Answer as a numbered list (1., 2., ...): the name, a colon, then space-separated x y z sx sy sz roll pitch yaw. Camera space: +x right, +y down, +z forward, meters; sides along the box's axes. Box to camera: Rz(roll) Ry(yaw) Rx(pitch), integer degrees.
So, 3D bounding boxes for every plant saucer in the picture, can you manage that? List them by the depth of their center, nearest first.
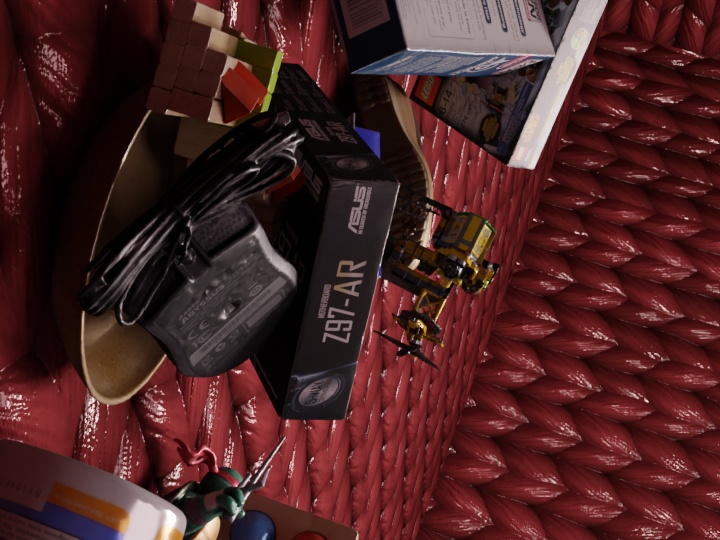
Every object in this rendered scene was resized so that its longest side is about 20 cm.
1. plant saucer: -0.125 -0.025 0.827 0.200 0.035 0.201 17 90 -79

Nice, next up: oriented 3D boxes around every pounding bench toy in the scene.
1. pounding bench toy: -0.087 0.319 1.321 0.156 0.124 0.201 78 31 -69

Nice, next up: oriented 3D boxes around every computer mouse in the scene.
1. computer mouse: -0.085 -0.006 0.786 0.138 0.053 0.200 -41 160 -12

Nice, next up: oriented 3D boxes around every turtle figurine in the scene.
1. turtle figurine: -0.121 0.207 1.047 0.200 0.100 0.150 -50 145 -25

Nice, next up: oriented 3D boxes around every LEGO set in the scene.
1. LEGO set: 0.000 0.000 1.145 0.116 0.199 0.154 -62 -175 -23

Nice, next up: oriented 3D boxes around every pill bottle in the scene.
1. pill bottle: -0.172 0.196 0.733 0.112 0.112 0.201 76 34 -70

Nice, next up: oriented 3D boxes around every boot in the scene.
1. boot: 0.037 -0.069 1.318 0.166 0.072 0.201 57 24 -68

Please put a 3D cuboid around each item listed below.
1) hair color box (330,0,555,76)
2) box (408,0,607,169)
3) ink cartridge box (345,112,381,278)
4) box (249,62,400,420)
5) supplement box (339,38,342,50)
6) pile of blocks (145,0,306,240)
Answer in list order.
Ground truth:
1. hair color box: 0.063 -0.204 1.128 0.200 0.060 0.101 -8 83 -50
2. box: 0.129 -0.205 1.240 0.040 0.137 0.201 4 116 -43
3. ink cartridge box: -0.026 -0.035 0.994 0.200 0.039 0.100 160 -69 -67
4. box: -0.043 -0.025 0.930 0.200 0.043 0.161 -124 -138 -56
5. supplement box: 0.045 -0.259 1.246 0.067 0.068 0.200 95 14 -46
6. pile of blocks: -0.059 -0.080 0.813 0.200 0.062 0.082 79 30 -68
